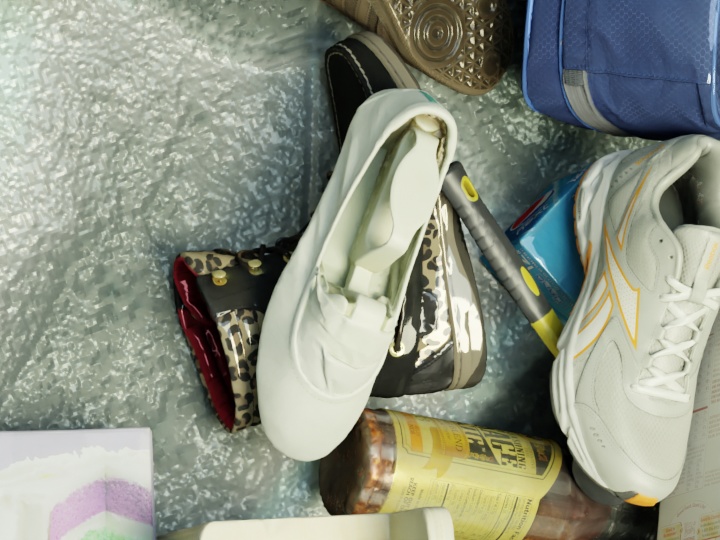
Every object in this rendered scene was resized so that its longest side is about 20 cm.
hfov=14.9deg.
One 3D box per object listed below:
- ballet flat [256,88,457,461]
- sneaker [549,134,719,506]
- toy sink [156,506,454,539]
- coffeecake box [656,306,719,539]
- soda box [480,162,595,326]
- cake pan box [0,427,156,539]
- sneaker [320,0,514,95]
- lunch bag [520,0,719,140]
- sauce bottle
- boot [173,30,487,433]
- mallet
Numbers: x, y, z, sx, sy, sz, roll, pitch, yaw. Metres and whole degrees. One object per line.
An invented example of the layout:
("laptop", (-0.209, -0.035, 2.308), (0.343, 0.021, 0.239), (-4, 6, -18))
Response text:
("ballet flat", (0.000, 0.000, 1.393), (0.069, 0.069, 0.201), (21, 83, -14))
("sneaker", (0.153, 0.019, 1.410), (0.075, 0.092, 0.201), (15, 65, -29))
("toy sink", (-0.036, 0.188, 1.351), (0.112, 0.200, 0.131), (-1, 83, -19))
("coffeecake box", (0.243, 0.090, 1.453), (0.153, 0.073, 0.201), (15, 71, -23))
("soda box", (0.162, 0.039, 1.512), (0.200, 0.064, 0.068), (47, 71, -6))
("cake pan box", (-0.200, 0.172, 1.372), (0.199, 0.052, 0.185), (0, 80, -12))
("sneaker", (0.003, -0.169, 1.494), (0.200, 0.075, 0.071), (40, 78, -32))
("lunch bag", (0.159, -0.172, 1.484), (0.136, 0.132, 0.201), (7, 88, -62))
("sauce bottle", (0.077, 0.118, 1.471), (0.199, 0.066, 0.066), (11, 78, -27))
("boot", (-0.026, -0.017, 1.457), (0.150, 0.073, 0.201), (-15, 92, -20))
("mallet", (0.095, 0.035, 1.443), (0.200, 0.041, 0.066), (51, 45, -13))
